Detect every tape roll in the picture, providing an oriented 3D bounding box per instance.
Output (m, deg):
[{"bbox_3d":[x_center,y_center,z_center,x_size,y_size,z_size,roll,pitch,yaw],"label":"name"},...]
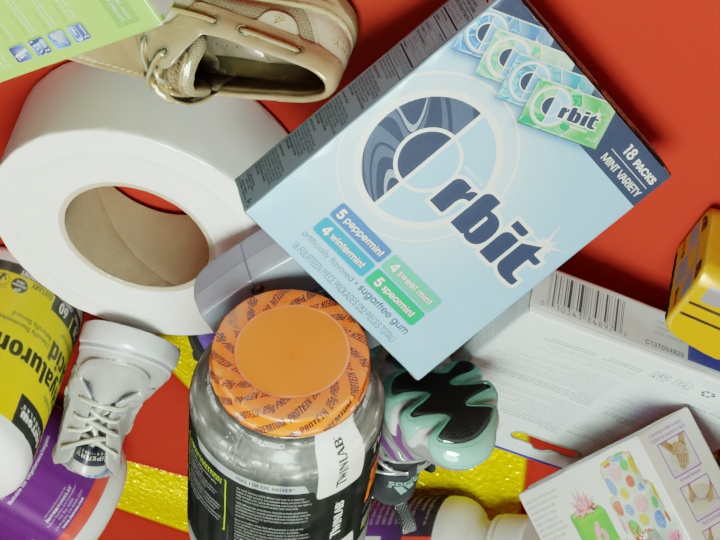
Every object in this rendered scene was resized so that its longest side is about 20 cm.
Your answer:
[{"bbox_3d":[-0.136,-0.046,1.389,0.200,0.071,0.203,10,141,8],"label":"tape roll"}]

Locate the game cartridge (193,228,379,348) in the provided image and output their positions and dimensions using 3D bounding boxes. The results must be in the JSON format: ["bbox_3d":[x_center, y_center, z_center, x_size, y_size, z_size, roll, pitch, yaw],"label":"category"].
[{"bbox_3d":[0.000,0.000,1.353,0.198,0.041,0.134,-23,149,5],"label":"game cartridge"}]

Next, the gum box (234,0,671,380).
[{"bbox_3d":[0.055,-0.055,1.259,0.200,0.045,0.170,-39,122,12],"label":"gum box"}]

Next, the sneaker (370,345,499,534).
[{"bbox_3d":[0.035,0.120,1.423,0.077,0.200,0.141,-7,115,-17],"label":"sneaker"}]

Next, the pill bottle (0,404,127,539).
[{"bbox_3d":[-0.284,0.137,1.631,0.199,0.113,0.112,34,139,-22],"label":"pill bottle"}]

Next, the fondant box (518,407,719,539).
[{"bbox_3d":[0.206,0.210,1.428,0.144,0.058,0.201,-36,80,54],"label":"fondant box"}]

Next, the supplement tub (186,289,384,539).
[{"bbox_3d":[-0.048,0.109,1.342,0.121,0.123,0.201,12,143,4],"label":"supplement tub"}]

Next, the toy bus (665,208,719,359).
[{"bbox_3d":[0.291,0.036,1.349,0.198,0.065,0.078,22,140,-8],"label":"toy bus"}]

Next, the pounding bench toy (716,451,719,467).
[{"bbox_3d":[0.355,0.196,1.475,0.199,0.125,0.156,30,140,-18],"label":"pounding bench toy"}]

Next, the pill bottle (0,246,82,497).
[{"bbox_3d":[-0.273,0.092,1.499,0.110,0.201,0.112,9,143,7],"label":"pill bottle"}]

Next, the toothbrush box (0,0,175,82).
[{"bbox_3d":[-0.210,-0.192,1.208,0.199,0.086,0.146,-16,124,32],"label":"toothbrush box"}]

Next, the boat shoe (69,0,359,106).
[{"bbox_3d":[-0.103,-0.136,1.269,0.198,0.065,0.072,3,140,17],"label":"boat shoe"}]

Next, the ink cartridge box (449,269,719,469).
[{"bbox_3d":[0.159,0.079,1.444,0.198,0.041,0.200,20,150,-15],"label":"ink cartridge box"}]

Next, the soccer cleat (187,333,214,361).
[{"bbox_3d":[-0.037,0.084,1.533,0.200,0.068,0.073,40,113,-22],"label":"soccer cleat"}]

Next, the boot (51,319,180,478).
[{"bbox_3d":[-0.176,0.098,1.505,0.073,0.096,0.200,16,166,-3],"label":"boot"}]

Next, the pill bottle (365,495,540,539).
[{"bbox_3d":[0.039,0.228,1.633,0.198,0.112,0.112,-3,139,22],"label":"pill bottle"}]
